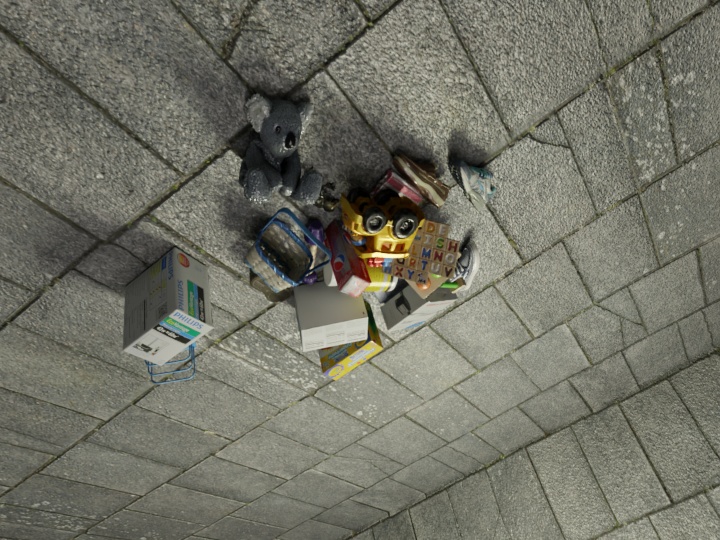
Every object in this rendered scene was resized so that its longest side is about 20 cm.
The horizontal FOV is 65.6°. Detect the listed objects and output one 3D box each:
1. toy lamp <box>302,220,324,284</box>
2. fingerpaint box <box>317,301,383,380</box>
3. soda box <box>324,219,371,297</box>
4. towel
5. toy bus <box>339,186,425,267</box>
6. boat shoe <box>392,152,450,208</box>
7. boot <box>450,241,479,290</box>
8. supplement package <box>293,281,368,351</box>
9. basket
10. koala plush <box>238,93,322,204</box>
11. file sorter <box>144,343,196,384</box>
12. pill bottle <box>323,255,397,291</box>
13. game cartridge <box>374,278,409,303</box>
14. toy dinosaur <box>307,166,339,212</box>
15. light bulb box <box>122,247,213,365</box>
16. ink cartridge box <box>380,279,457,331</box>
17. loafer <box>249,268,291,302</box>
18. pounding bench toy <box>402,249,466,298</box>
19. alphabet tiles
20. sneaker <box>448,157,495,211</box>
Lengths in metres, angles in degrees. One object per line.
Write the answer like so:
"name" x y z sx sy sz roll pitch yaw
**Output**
"toy lamp" -0.130 -0.048 1.505 0.056 0.059 0.203 -4 137 -16
"fingerpaint box" -0.040 0.214 1.746 0.198 0.170 0.073 -36 137 20
"soda box" -0.037 -0.032 1.444 0.069 0.204 0.063 22 127 -39
"towel" 0.059 -0.156 1.465 0.145 0.030 0.200 25 117 -42
"toy bus" 0.036 -0.090 1.375 0.194 0.137 0.196 1 124 -27
"boat shoe" 0.157 -0.242 1.402 0.076 0.075 0.201 -51 133 3
"boot" 0.301 0.000 1.708 0.088 0.074 0.203 -14 141 -14
"supplement package" -0.089 0.124 1.634 0.193 0.159 0.113 -9 141 -10
"basket" -0.187 -0.051 1.397 0.197 0.141 0.177 -26 116 41
"koala plush" -0.178 -0.267 1.191 0.173 0.184 0.206 -4 118 -29
"file sorter" -0.547 0.212 1.585 0.134 0.125 0.203 -7 139 -12
"pill bottle" 0.000 0.000 1.564 0.194 0.114 0.114 1 137 -22
"game cartridge" 0.127 0.021 1.698 0.195 0.042 0.134 -24 143 6
"toy dinosaur" -0.114 -0.196 1.358 0.196 0.049 0.088 22 133 -33
"light bulb box" -0.488 0.092 1.414 0.197 0.202 0.124 -32 140 19
"ink cartridge box" 0.176 0.099 1.708 0.142 0.086 0.199 -4 154 -41
"loafer" -0.246 0.030 1.544 0.074 0.069 0.201 -19 156 6
"pounding bench toy" 0.210 0.001 1.540 0.200 0.156 0.124 46 117 -4
"alphabet tiles" 0.155 -0.050 1.449 0.194 0.008 0.173 15 110 19
"sneaker" 0.294 -0.242 1.452 0.086 0.078 0.199 -40 144 8
